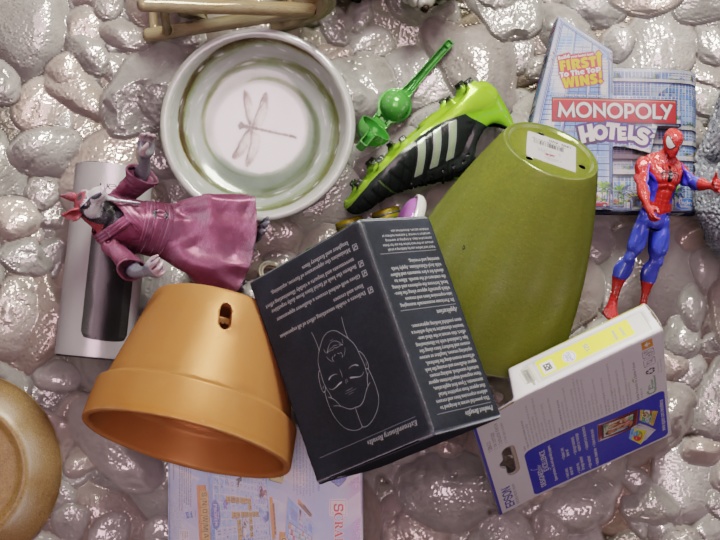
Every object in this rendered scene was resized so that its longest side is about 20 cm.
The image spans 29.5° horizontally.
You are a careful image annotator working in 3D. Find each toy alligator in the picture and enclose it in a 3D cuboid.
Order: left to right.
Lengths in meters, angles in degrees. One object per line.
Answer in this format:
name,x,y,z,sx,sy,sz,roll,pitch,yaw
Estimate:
toy alligator,-0.012,-0.023,1.407,0.200,0.054,0.059,-16,86,-2

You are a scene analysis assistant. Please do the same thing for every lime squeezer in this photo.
lime squeezer,0.031,-0.170,1.410,0.038,0.071,0.200,32,51,9

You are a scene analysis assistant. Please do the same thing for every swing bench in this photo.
swing bench,-0.132,-0.350,1.396,0.200,0.130,0.199,-5,85,-6

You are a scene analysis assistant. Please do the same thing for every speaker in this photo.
speaker,-0.260,-0.010,1.391,0.081,0.081,0.200,6,85,0

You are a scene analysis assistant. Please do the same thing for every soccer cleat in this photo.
soccer cleat,0.072,-0.114,1.412,0.200,0.068,0.081,-40,99,-4

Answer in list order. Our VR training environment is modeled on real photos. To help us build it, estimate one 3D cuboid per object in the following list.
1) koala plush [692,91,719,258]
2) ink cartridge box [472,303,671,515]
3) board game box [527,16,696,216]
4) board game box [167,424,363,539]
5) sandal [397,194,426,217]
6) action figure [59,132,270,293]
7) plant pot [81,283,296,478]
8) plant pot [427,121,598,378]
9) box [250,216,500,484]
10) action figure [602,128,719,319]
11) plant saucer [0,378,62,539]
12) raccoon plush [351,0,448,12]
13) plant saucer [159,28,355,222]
koala plush,0.430,-0.085,1.331,0.177,0.200,0.184,28,89,-13
ink cartridge box,0.204,0.140,1.336,0.200,0.198,0.047,-23,52,-2
board game box,0.252,-0.158,1.416,0.200,0.062,0.200,0,87,-1
board game box,-0.095,0.256,1.392,0.199,0.041,0.200,0,85,0
sandal,0.000,0.004,1.352,0.050,0.082,0.203,25,121,-14
action figure,-0.198,-0.046,1.342,0.200,0.149,0.134,15,75,-17
plant pot,-0.149,0.101,1.299,0.200,0.200,0.140,13,70,0
plant pot,0.144,-0.034,1.302,0.187,0.187,0.200,21,124,1
box,0.012,0.071,1.242,0.148,0.107,0.200,-28,76,37
action figure,0.299,-0.038,1.350,0.065,0.099,0.200,6,102,-16
plant saucer,-0.407,0.204,1.396,0.200,0.035,0.200,0,85,-1
raccoon plush,0.042,-0.360,1.418,0.134,0.097,0.200,-3,86,-9
plant saucer,-0.105,-0.148,1.417,0.200,0.050,0.200,0,86,0
